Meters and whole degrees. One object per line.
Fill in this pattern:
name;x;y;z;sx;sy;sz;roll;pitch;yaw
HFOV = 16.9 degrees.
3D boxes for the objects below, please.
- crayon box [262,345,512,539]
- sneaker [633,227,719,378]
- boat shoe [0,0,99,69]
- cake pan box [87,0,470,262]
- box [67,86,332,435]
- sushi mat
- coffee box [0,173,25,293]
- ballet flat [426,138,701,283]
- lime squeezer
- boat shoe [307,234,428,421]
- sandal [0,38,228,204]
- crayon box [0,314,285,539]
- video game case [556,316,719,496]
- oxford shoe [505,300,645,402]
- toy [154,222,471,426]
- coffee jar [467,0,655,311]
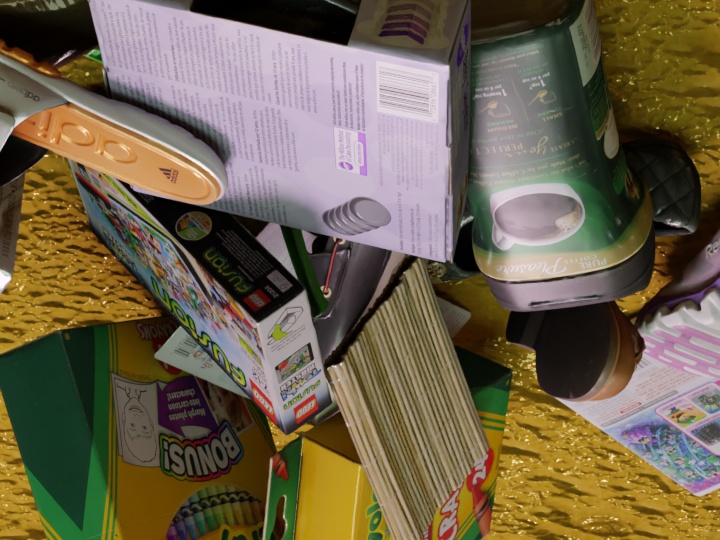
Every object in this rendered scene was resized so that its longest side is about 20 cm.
crayon box;0.016;0.141;1.507;0.051;0.200;0.127;23;122;30
sneaker;0.234;-0.002;1.449;0.080;0.089;0.200;21;149;-18
boat shoe;-0.163;-0.152;1.266;0.199;0.067;0.074;-14;149;11
cake pan box;-0.037;-0.089;1.226;0.184;0.052;0.200;11;152;9
box;-0.094;-0.007;1.362;0.035;0.200;0.110;-34;145;-18
sushi mat;0.030;0.082;1.430;0.012;0.096;0.200;20;150;30
coffee box;-0.296;-0.051;1.358;0.200;0.115;0.080;18;139;-23
ballet flat;0.105;-0.027;1.432;0.200;0.057;0.066;-18;147;22
lime squeezer;-0.077;-0.065;1.384;0.200;0.071;0.038;50;144;-10
boat shoe;0.001;-0.001;1.426;0.063;0.074;0.202;32;122;16
sandal;-0.170;-0.068;1.233;0.206;0.059;0.079;22;153;1
crayon box;-0.121;0.118;1.461;0.058;0.173;0.200;-22;173;27
video game case;0.250;0.070;1.588;0.200;0.024;0.182;-29;134;31
oxford shoe;0.141;0.040;1.432;0.071;0.200;0.071;23;98;-9
toy;-0.033;0.030;1.502;0.115;0.047;0.200;-49;142;14
coffee jar;0.096;-0.069;1.324;0.104;0.085;0.200;-7;128;18
